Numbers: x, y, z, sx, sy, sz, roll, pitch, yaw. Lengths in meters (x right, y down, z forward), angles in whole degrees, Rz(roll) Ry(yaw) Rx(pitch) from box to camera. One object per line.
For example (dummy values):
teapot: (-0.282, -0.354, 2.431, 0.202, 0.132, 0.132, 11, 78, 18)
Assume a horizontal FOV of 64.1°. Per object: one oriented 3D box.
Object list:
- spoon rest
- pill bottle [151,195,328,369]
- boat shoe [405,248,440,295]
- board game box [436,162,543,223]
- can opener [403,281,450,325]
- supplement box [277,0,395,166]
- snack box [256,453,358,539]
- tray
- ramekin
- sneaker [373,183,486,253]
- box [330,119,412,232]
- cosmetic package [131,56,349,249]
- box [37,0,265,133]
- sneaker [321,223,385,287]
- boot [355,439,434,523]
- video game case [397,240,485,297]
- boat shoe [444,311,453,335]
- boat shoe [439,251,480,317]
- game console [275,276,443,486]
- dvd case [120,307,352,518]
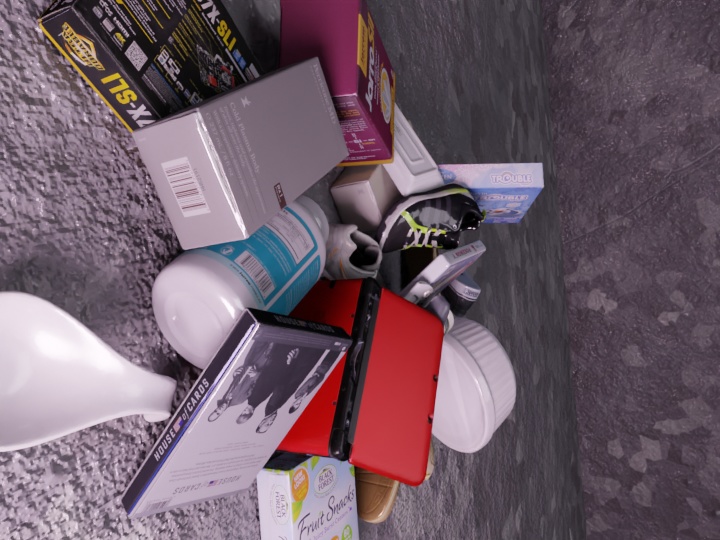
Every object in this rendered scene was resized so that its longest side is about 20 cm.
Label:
spoon rest: (-0.207, 0.080, 0.418, 0.199, 0.059, 0.103, 33, 58, -57)
pill bottle: (-0.103, -0.002, 0.569, 0.201, 0.108, 0.114, -51, 130, -51)
boat shoe: (0.115, 0.032, 1.016, 0.072, 0.070, 0.208, 14, 73, -64)
board game box: (0.189, -0.125, 0.972, 0.199, 0.192, 0.045, 66, 25, -77)
can opener: (0.032, 0.100, 0.741, 0.200, 0.067, 0.053, -47, 141, 2)
supplement box: (-0.022, -0.228, 0.713, 0.200, 0.099, 0.136, 33, 58, -72)
snack box: (-0.055, 0.314, 0.678, 0.141, 0.051, 0.208, -5, 91, -62)
tray: (0.048, -0.203, 0.845, 0.106, 0.022, 0.203, -22, 77, -45)
ramekin: (0.157, 0.170, 0.904, 0.092, 0.200, 0.209, -22, 108, -29)
sneaker: (0.106, -0.065, 0.813, 0.197, 0.083, 0.073, -27, 151, -31)
box: (0.030, -0.146, 0.877, 0.202, 0.066, 0.084, -58, 135, -46)
cosmetic package: (-0.096, -0.114, 0.524, 0.201, 0.088, 0.110, -50, 126, -48)
box: (-0.169, -0.193, 0.533, 0.201, 0.048, 0.164, 55, 39, -44)
sneaker: (0.000, 0.000, 0.779, 0.199, 0.089, 0.078, 40, 54, -53)
boot: (0.058, 0.300, 0.874, 0.157, 0.071, 0.204, 59, 32, -41)
video game case: (0.089, 0.036, 0.857, 0.023, 0.200, 0.181, 50, 27, 12)
boat shoe: (0.068, 0.116, 0.845, 0.073, 0.201, 0.061, 43, 51, 10)
boat shoe: (0.164, 0.024, 1.063, 0.072, 0.200, 0.070, 18, 109, -20)
game console: (-0.007, 0.126, 0.670, 0.119, 0.167, 0.206, 50, 45, -48)
dvd case: (-0.104, 0.129, 0.518, 0.202, 0.025, 0.149, -54, 150, 10)
